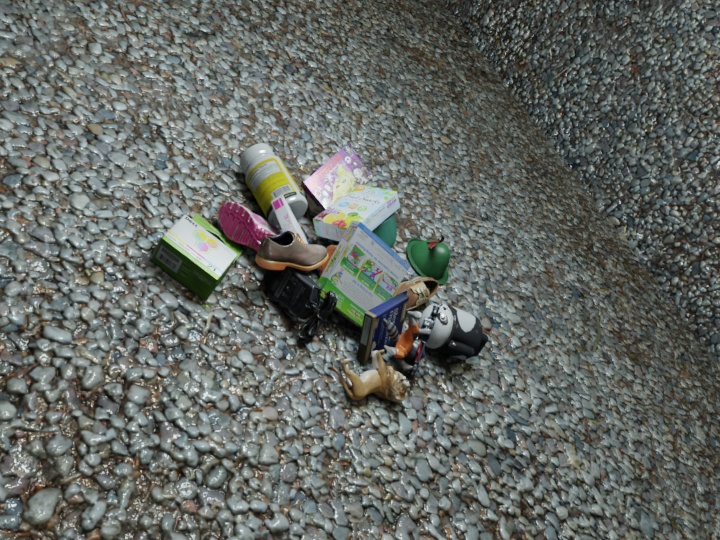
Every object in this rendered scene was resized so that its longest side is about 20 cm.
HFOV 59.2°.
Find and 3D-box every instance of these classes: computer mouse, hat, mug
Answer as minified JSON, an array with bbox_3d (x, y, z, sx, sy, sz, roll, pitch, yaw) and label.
[{"bbox_3d":[-0.143,0.058,1.447,0.199,0.140,0.052,41,12,22],"label":"computer mouse"},{"bbox_3d":[0.247,-0.074,1.879,0.162,0.177,0.203,27,38,-19],"label":"hat"},{"bbox_3d":[0.011,-0.106,1.735,0.179,0.117,0.154,-2,35,12],"label":"mug"}]

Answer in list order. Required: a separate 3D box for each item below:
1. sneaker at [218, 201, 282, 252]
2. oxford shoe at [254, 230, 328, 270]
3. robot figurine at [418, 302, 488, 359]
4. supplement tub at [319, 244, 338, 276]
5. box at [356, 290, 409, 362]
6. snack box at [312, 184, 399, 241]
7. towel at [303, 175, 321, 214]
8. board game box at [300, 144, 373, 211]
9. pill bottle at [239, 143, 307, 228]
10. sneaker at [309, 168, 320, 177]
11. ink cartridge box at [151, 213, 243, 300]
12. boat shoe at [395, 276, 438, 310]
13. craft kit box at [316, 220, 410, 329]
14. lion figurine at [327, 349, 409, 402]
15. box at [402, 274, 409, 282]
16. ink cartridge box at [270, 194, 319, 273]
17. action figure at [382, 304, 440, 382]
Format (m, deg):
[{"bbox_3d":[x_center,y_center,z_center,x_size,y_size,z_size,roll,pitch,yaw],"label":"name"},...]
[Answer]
[{"bbox_3d":[-0.251,-0.090,1.513,0.198,0.082,0.088,38,8,-2],"label":"sneaker"},{"bbox_3d":[-0.143,-0.047,1.428,0.197,0.075,0.071,-6,34,-47],"label":"oxford shoe"},{"bbox_3d":[0.245,0.160,1.681,0.196,0.149,0.129,21,76,-27],"label":"robot figurine"},{"bbox_3d":[0.000,0.000,1.618,0.195,0.123,0.125,11,45,-36],"label":"supplement tub"},{"bbox_3d":[0.065,0.131,1.548,0.032,0.125,0.198,22,27,27],"label":"box"},{"bbox_3d":[-0.010,-0.148,1.644,0.139,0.054,0.199,16,42,37],"label":"snack box"},{"bbox_3d":[-0.071,-0.198,1.830,0.195,0.035,0.135,14,44,-33],"label":"towel"},{"bbox_3d":[-0.060,-0.245,1.736,0.120,0.032,0.200,45,58,-3],"label":"board game box"},{"bbox_3d":[-0.228,-0.221,1.636,0.112,0.115,0.203,-9,59,-47],"label":"pill bottle"},{"bbox_3d":[-0.056,-0.204,1.777,0.195,0.077,0.091,18,54,-19],"label":"sneaker"},{"bbox_3d":[-0.341,-0.056,1.392,0.146,0.076,0.202,36,37,-8],"label":"ink cartridge box"},{"bbox_3d":[0.152,0.060,1.723,0.199,0.070,0.078,-33,112,-53],"label":"boat shoe"},{"bbox_3d":[0.006,0.020,1.525,0.199,0.048,0.201,38,73,-34],"label":"craft kit box"},{"bbox_3d":[0.019,0.252,1.432,0.195,0.072,0.127,-9,85,-31],"label":"lion figurine"},{"bbox_3d":[0.073,-0.048,1.798,0.039,0.041,0.204,29,30,-61],"label":"box"},{"bbox_3d":[-0.157,-0.079,1.554,0.121,0.041,0.201,65,2,30],"label":"ink cartridge box"},{"bbox_3d":[0.118,0.153,1.541,0.102,0.194,0.204,19,71,17],"label":"action figure"}]
